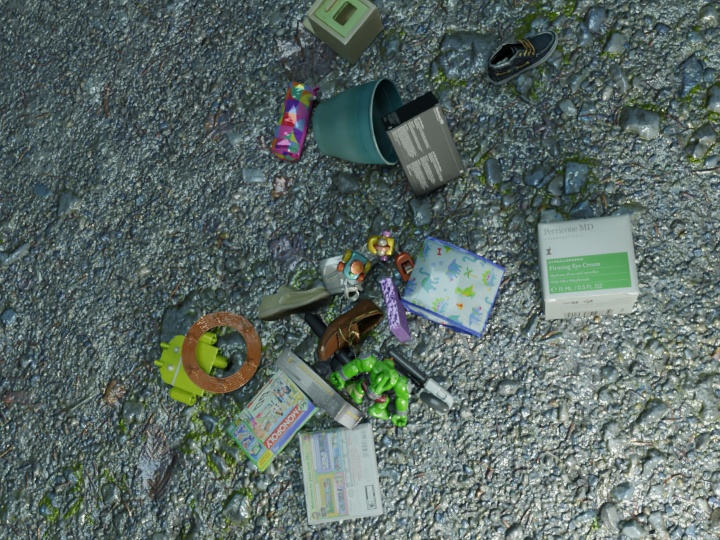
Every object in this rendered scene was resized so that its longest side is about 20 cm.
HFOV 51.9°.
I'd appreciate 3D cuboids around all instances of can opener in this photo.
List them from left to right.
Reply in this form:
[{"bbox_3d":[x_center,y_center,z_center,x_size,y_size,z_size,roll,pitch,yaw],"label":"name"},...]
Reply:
[{"bbox_3d":[-0.068,0.175,1.764,0.078,0.063,0.201,-40,72,-1],"label":"can opener"},{"bbox_3d":[0.128,0.253,1.696,0.198,0.067,0.054,38,87,18],"label":"can opener"}]

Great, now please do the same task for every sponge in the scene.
[{"bbox_3d":[0.080,0.092,1.677,0.029,0.200,0.115,-14,74,7],"label":"sponge"}]

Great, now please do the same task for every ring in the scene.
[{"bbox_3d":[-0.342,0.197,1.815,0.194,0.019,0.206,2,68,-5],"label":"ring"}]

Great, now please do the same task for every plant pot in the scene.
[{"bbox_3d":[-0.010,-0.356,1.816,0.183,0.199,0.206,0,76,27],"label":"plant pot"}]

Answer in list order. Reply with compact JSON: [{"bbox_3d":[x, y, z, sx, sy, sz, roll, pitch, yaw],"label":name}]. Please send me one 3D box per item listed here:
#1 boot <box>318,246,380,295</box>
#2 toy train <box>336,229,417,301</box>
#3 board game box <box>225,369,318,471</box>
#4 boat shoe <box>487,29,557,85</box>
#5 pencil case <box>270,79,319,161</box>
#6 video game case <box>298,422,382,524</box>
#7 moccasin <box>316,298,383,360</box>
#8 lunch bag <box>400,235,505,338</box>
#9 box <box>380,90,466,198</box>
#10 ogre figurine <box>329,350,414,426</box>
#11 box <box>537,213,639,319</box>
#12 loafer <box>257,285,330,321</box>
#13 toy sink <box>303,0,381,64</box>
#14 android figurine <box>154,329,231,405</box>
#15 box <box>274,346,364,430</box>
[{"bbox_3d":[0.000,0.000,1.795,0.195,0.073,0.098,-17,86,12],"label":"boot"},{"bbox_3d":[0.044,-0.005,1.736,0.195,0.056,0.154,-23,107,-4],"label":"toy train"},{"bbox_3d":[-0.212,0.356,1.774,0.134,0.029,0.201,42,89,19],"label":"board game box"},{"bbox_3d":[0.397,-0.533,1.805,0.198,0.091,0.072,-34,72,3],"label":"boat shoe"},{"bbox_3d":[-0.170,-0.387,1.913,0.086,0.088,0.206,13,82,16],"label":"pencil case"},{"bbox_3d":[-0.047,0.469,1.712,0.177,0.022,0.206,-11,75,11],"label":"video game case"},{"bbox_3d":[-0.023,0.145,1.717,0.077,0.075,0.200,30,43,30],"label":"moccasin"},{"bbox_3d":[0.214,0.041,1.695,0.195,0.127,0.174,20,82,21],"label":"lunch bag"},{"bbox_3d":[0.150,-0.295,1.749,0.138,0.202,0.080,-24,37,7],"label":"box"},{"bbox_3d":[0.039,0.262,1.674,0.199,0.098,0.121,43,119,14],"label":"ogre figurine"},{"bbox_3d":[0.486,-0.003,1.602,0.193,0.200,0.177,-5,73,13],"label":"box"},{"bbox_3d":[-0.167,0.068,1.799,0.195,0.075,0.070,-16,74,18],"label":"loafer"},{"bbox_3d":[-0.059,-0.666,1.935,0.199,0.112,0.131,42,88,19],"label":"toy sink"},{"bbox_3d":[-0.422,0.236,1.848,0.195,0.041,0.187,18,82,15],"label":"android figurine"},{"bbox_3d":[-0.092,0.270,1.687,0.199,0.159,0.049,38,83,25],"label":"box"}]
